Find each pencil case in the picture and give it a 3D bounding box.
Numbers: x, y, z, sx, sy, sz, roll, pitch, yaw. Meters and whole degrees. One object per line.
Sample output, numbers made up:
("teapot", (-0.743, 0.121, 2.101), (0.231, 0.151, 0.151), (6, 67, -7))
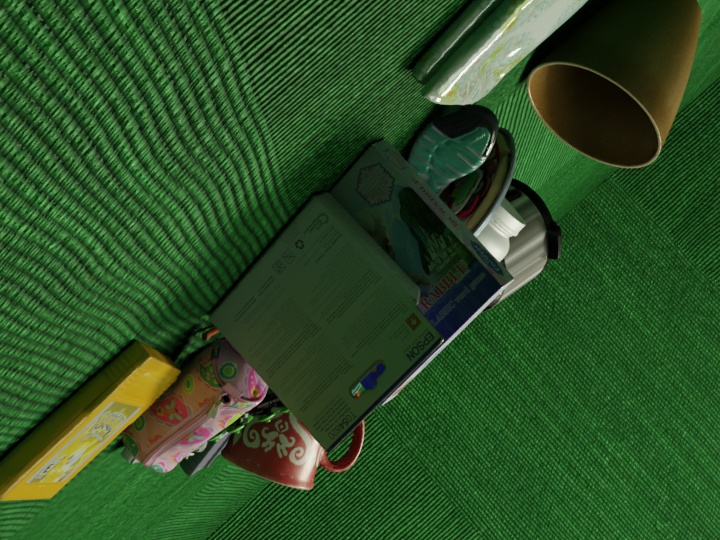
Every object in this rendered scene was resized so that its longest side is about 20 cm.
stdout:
("pencil case", (-0.186, 0.153, 1.366), (0.200, 0.088, 0.087), (-37, 176, 36))

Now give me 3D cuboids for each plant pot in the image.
("plant pot", (0.339, -0.263, 1.518), (0.200, 0.186, 0.186), (-53, 174, -18))

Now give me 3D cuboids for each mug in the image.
("mug", (-0.079, 0.179, 1.645), (0.177, 0.133, 0.201), (21, 90, -54))

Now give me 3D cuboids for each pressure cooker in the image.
("pressure cooker", (0.193, -0.046, 1.831), (0.200, 0.176, 0.179), (-30, 169, -40))

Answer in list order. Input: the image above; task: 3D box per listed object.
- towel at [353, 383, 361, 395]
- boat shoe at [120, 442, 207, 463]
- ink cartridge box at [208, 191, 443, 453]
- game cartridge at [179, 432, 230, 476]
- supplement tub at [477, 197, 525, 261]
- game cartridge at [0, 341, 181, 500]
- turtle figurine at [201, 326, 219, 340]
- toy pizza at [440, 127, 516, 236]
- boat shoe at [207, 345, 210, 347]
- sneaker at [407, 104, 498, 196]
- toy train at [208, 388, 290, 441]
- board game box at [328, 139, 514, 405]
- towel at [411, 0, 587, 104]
("towel", (0.027, 0.081, 1.468), (0.200, 0.022, 0.147), (-55, -177, 25))
("boat shoe", (-0.226, 0.209, 1.580), (0.074, 0.065, 0.200), (-49, 169, 36))
("ink cartridge box", (-0.034, 0.055, 1.267), (0.200, 0.200, 0.041), (-46, 170, 26))
("game cartridge", (-0.172, 0.223, 1.814), (0.200, 0.038, 0.130), (-33, 171, -44))
("supplement tub", (0.103, -0.035, 1.598), (0.200, 0.145, 0.145), (-45, 171, 12))
("game cartridge", (-0.276, 0.157, 1.245), (0.200, 0.032, 0.176), (-41, 171, -4))
("turtle figurine", (-0.077, 0.088, 1.398), (0.161, 0.065, 0.200), (-16, 160, 26))
("toy pizza", (0.107, -0.091, 1.443), (0.200, 0.032, 0.200), (-44, -154, 27))
("boat shoe", (-0.151, 0.118, 1.501), (0.072, 0.072, 0.200), (-42, 162, 29))
("sneaker", (0.094, -0.139, 1.387), (0.200, 0.074, 0.088), (-43, -168, 46))
("toy train", (-0.163, 0.181, 1.488), (0.199, 0.042, 0.056), (-22, -179, 8))
("board game box", (0.024, 0.004, 1.274), (0.200, 0.200, 0.041), (-48, 169, 26))
("towel", (0.144, -0.236, 1.156), (0.200, 0.048, 0.171), (-46, 171, 18))
